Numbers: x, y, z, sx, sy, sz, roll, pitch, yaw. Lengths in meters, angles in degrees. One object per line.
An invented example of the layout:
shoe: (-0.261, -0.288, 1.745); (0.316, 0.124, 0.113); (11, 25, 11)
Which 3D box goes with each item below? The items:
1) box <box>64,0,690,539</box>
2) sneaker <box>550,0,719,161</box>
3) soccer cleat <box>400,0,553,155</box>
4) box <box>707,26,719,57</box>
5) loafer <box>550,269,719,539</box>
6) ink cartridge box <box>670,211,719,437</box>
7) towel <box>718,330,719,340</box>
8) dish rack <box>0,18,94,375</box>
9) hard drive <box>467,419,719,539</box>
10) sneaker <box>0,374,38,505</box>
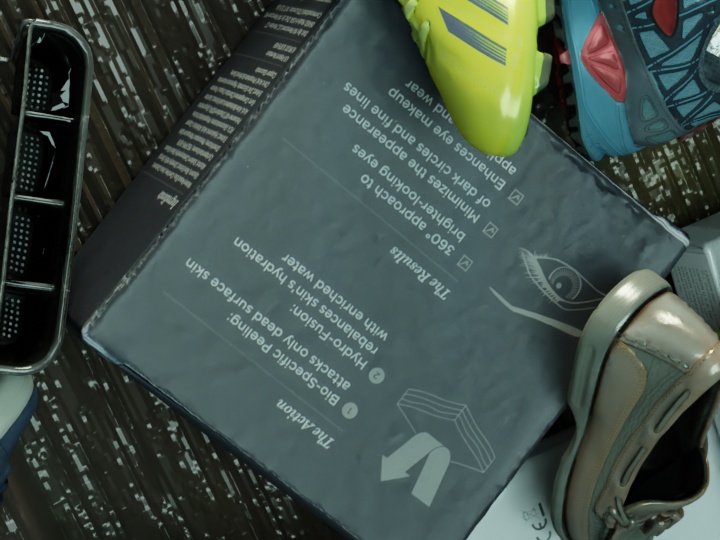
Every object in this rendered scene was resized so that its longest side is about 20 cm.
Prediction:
box: (0.000, 0.000, 1.175); (0.197, 0.117, 0.200); (39, 86, -18)
sneaker: (0.126, -0.144, 1.145); (0.095, 0.079, 0.200); (-9, 130, 1)
soccer cleat: (0.027, -0.135, 1.081); (0.084, 0.065, 0.200); (-2, 66, -17)
box: (0.197, -0.176, 1.239); (0.161, 0.049, 0.200); (5, 98, -18)
loafer: (0.128, 0.082, 1.169); (0.072, 0.063, 0.200); (-42, 153, -25)
ink cartridge box: (0.252, 0.046, 1.278); (0.176, 0.045, 0.200); (-24, 105, -22)
towel: (0.255, 0.043, 1.235); (0.200, 0.018, 0.086); (22, 85, -26)
dish rack: (-0.222, -0.039, 1.123); (0.200, 0.055, 0.153); (8, 83, -16)
hard drive: (0.129, 0.135, 1.284); (0.200, 0.027, 0.132); (-23, 105, -11)
sneaker: (-0.185, 0.137, 1.171); (0.084, 0.075, 0.200); (31, 99, -19)
